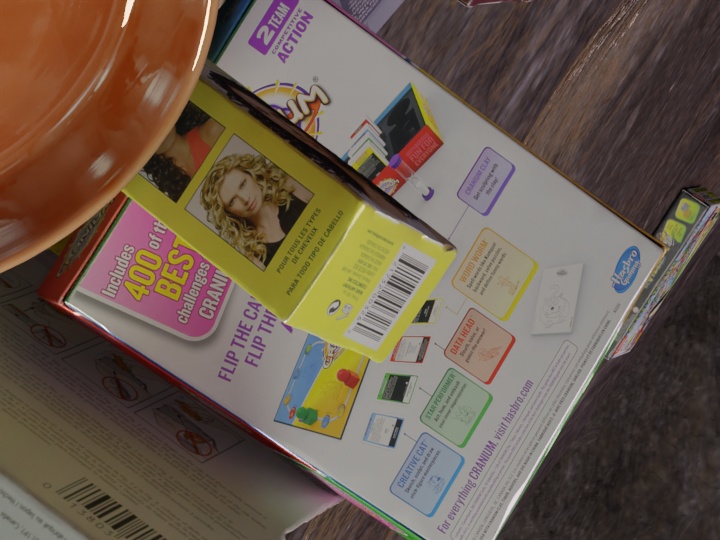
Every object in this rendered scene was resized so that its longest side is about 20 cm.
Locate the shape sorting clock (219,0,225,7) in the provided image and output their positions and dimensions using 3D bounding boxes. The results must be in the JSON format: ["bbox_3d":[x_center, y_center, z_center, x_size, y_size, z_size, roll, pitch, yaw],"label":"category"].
[{"bbox_3d":[-0.041,-0.181,0.830,0.200,0.039,0.201,17,90,-76],"label":"shape sorting clock"}]

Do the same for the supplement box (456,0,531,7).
[{"bbox_3d":[0.100,-0.237,1.245,0.201,0.061,0.109,-60,165,17],"label":"supplement box"}]

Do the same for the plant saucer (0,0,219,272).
[{"bbox_3d":[-0.138,-0.074,0.718,0.199,0.032,0.201,-18,136,-19],"label":"plant saucer"}]

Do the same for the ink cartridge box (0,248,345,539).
[{"bbox_3d":[-0.115,0.061,0.928,0.044,0.199,0.173,-60,165,19],"label":"ink cartridge box"}]

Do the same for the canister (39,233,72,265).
[{"bbox_3d":[-0.122,0.085,1.081,0.087,0.148,0.201,-45,162,-33],"label":"canister"}]

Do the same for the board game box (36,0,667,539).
[{"bbox_3d":[0.000,0.000,0.924,0.154,0.199,0.040,-58,-161,-8],"label":"board game box"}]

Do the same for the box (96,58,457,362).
[{"bbox_3d":[-0.063,-0.048,0.826,0.050,0.200,0.075,-56,151,5],"label":"box"}]

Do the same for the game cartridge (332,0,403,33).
[{"bbox_3d":[0.022,-0.170,0.992,0.200,0.041,0.133,-50,169,-9],"label":"game cartridge"}]

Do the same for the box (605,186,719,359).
[{"bbox_3d":[0.321,0.002,2.626,0.201,0.035,0.110,-58,166,14],"label":"box"}]
